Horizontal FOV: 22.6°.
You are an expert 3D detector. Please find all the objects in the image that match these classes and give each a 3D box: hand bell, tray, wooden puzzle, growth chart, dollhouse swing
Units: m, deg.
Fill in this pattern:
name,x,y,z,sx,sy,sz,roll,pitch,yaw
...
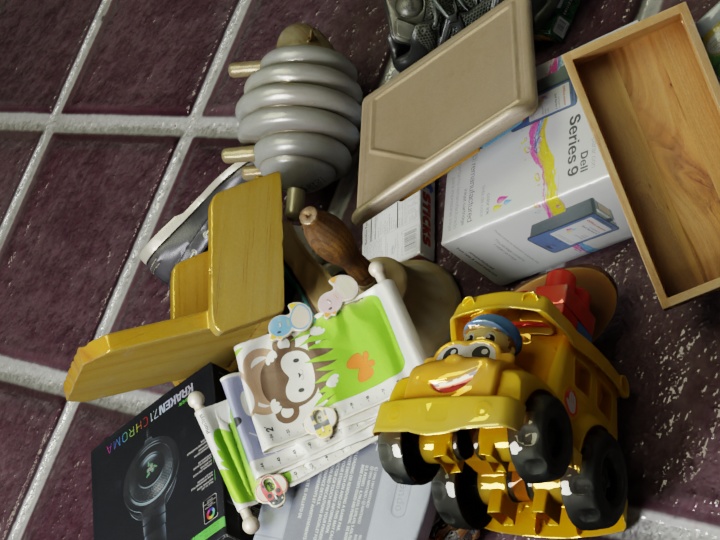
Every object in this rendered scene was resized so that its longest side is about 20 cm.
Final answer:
name,x,y,z,sx,sy,sz,roll,pitch,yaw
hand bell,0.000,0.000,1.474,0.103,0.200,0.105,-11,62,22
tray,0.230,-0.082,1.316,0.098,0.037,0.202,-22,82,10
wooden puzzle,0.074,-0.134,1.497,0.184,0.037,0.201,-32,28,27
growth chart,-0.038,0.091,1.393,0.199,0.018,0.145,-34,65,0
dollhouse swing,-0.175,0.016,1.627,0.200,0.174,0.184,130,140,-67

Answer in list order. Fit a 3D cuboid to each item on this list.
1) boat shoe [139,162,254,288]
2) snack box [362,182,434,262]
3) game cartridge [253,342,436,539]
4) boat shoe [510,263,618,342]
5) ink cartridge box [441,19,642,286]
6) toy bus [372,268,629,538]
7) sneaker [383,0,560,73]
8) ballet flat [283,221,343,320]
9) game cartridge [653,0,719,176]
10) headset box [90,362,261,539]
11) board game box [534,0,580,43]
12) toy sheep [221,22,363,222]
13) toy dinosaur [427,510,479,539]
name,x,y,z,sx,sy,sz,roll,pitch,yaw
boat shoe,-0.134,-0.055,1.818,0.200,0.073,0.063,-41,83,14
snack box,0.035,-0.083,1.654,0.072,0.024,0.202,-27,47,36
game cartridge,-0.004,0.162,1.386,0.132,0.042,0.202,10,74,14
boat shoe,0.120,0.056,1.427,0.199,0.071,0.070,-35,2,19
ink cartridge box,0.169,-0.092,1.458,0.199,0.087,0.146,-20,51,38
toy bus,0.114,0.080,1.297,0.135,0.200,0.194,-3,62,33
sneaker,0.096,-0.237,1.586,0.199,0.114,0.077,-41,50,32
ballet flat,-0.039,0.003,1.660,0.063,0.069,0.200,-33,44,-3
game cartridge,0.316,-0.156,1.322,0.200,0.040,0.134,-44,77,19
headset box,-0.151,0.218,1.602,0.174,0.092,0.201,-36,43,28
board game box,0.133,-0.265,1.670,0.199,0.023,0.105,15,76,52
toy sheep,-0.060,-0.142,1.721,0.137,0.137,0.202,-12,71,44
toy dinosaur,0.003,0.216,1.435,0.199,0.102,0.137,-24,63,9
